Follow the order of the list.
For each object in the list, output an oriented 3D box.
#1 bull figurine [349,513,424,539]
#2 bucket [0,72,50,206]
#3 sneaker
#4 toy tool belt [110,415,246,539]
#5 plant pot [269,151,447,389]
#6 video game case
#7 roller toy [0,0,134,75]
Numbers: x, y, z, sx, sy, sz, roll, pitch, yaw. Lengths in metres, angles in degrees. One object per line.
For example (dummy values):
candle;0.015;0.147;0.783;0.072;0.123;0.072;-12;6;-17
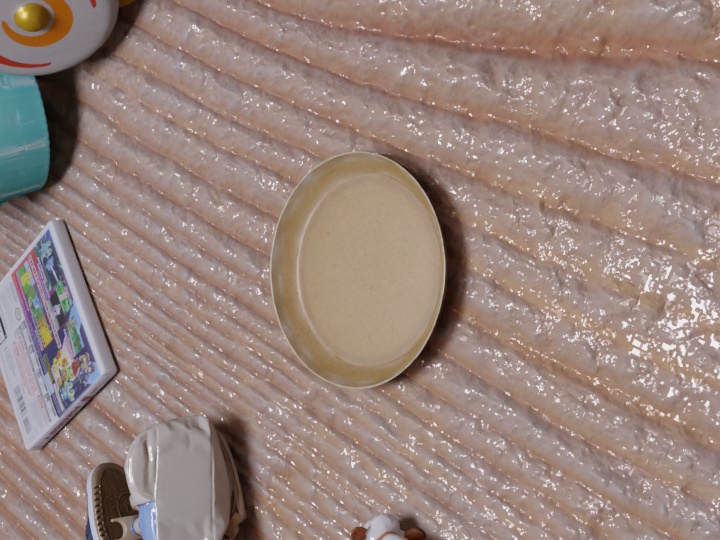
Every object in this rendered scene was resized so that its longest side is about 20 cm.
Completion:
bull figurine;0.055;0.281;0.853;0.199;0.065;0.123;24;109;41
bucket;-0.445;-0.164;1.212;0.206;0.134;0.210;28;125;49
sneaker;-0.267;0.311;1.127;0.108;0.070;0.202;-29;74;35
toy tool belt;-0.175;0.243;1.036;0.123;0.123;0.203;146;119;-69
plant pot;0.000;0.000;0.929;0.198;0.027;0.203;-2;88;40
video game case;-0.364;0.076;1.246;0.182;0.023;0.202;-41;63;33
roller toy;-0.345;-0.301;1.121;0.182;0.199;0.141;-40;52;29
